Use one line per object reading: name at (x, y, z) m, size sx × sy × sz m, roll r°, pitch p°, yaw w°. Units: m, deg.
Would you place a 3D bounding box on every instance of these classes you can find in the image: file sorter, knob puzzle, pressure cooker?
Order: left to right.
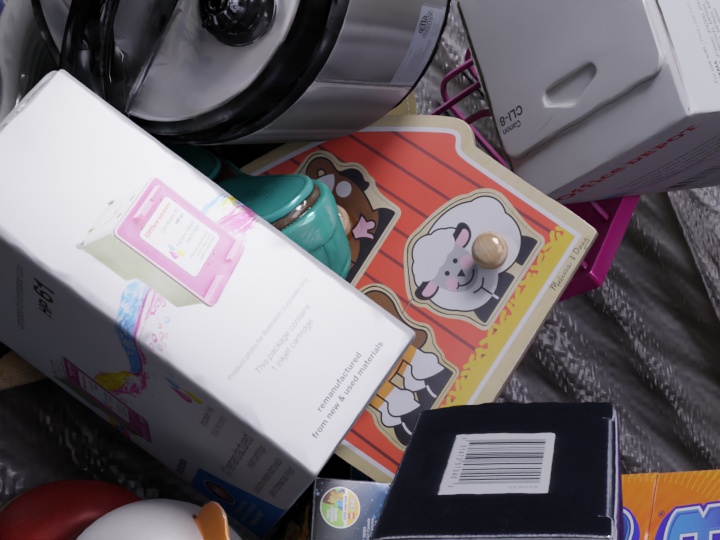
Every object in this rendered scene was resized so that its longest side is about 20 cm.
pressure cooker at (-0.061, -0.150, 0.609) m, size 0.200 × 0.177 × 0.178 m, roll -15°, pitch 94°, yaw -63°
knob puzzle at (0.000, 0.000, 0.681) m, size 0.030 × 0.217 × 0.222 m, roll 26°, pitch 52°, yaw -70°
file sorter at (0.111, -0.081, 0.875) m, size 0.125 × 0.139 × 0.201 m, roll 44°, pitch 52°, yaw -17°

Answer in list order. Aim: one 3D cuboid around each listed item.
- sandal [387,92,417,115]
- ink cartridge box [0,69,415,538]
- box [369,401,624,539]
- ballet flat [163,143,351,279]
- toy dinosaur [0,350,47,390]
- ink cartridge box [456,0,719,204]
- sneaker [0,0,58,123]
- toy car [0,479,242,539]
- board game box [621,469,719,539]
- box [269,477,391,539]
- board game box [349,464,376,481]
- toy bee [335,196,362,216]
sandal at (-0.007, -0.109, 0.831) m, size 0.077 × 0.070 × 0.213 m, roll -5°, pitch 50°, yaw -4°
ink cartridge box at (-0.091, 0.022, 0.582) m, size 0.199 × 0.145 × 0.085 m, roll 38°, pitch 64°, yaw 3°
box at (0.074, 0.182, 0.581) m, size 0.148 × 0.103 × 0.202 m, roll -55°, pitch 140°, yaw -70°
ballet flat at (-0.074, -0.020, 0.662) m, size 0.067 × 0.199 × 0.071 m, roll -39°, pitch 121°, yaw -24°
toy dinosaur at (-0.151, 0.042, 0.684) m, size 0.101 × 0.058 × 0.200 m, roll 44°, pitch 47°, yaw 1°
ink cartridge box at (0.190, -0.136, 0.773) m, size 0.198 × 0.145 × 0.146 m, roll -9°, pitch 77°, yaw -38°
sneaker at (-0.197, -0.090, 0.675) m, size 0.075 × 0.087 × 0.202 m, roll 26°, pitch 77°, yaw -70°
toy car at (-0.105, 0.176, 0.565) m, size 0.183 × 0.199 × 0.179 m, roll 12°, pitch 67°, yaw -35°
board game box at (0.216, 0.262, 0.775) m, size 0.200 × 0.198 × 0.201 m, roll 43°, pitch 51°, yaw -34°
box at (-0.024, 0.194, 0.629) m, size 0.037 × 0.200 × 0.138 m, roll 5°, pitch 68°, yaw -9°
board game box at (0.035, 0.149, 0.741) m, size 0.151 × 0.046 × 0.202 m, roll 51°, pitch 39°, yaw -63°
toy bee at (-0.023, -0.004, 0.760) m, size 0.199 × 0.131 × 0.109 m, roll -24°, pitch 65°, yaw -31°
